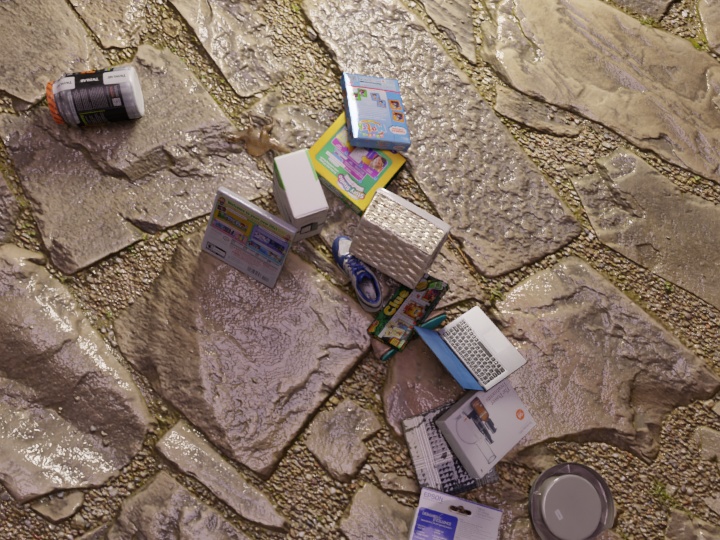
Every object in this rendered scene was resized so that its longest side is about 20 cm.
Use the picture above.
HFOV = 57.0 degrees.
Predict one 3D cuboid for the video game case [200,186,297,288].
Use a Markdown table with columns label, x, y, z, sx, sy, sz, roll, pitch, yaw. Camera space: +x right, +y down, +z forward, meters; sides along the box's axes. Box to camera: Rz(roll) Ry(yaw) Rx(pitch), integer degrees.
| label | x | y | z | sx | sy | sz | roll | pitch | yaw |
| --- | --- | --- | --- | --- | --- | --- | --- | --- | --- |
| video game case | -0.258 | -0.073 | 1.517 | 0.198 | 0.183 | 0.022 | 29 | 38 | 1 |

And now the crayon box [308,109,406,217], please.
| label | x | y | z | sx | sy | sz | roll | pitch | yaw |
| --- | --- | --- | --- | --- | --- | --- | --- | --- | --- |
| crayon box | -0.017 | -0.263 | 1.628 | 0.199 | 0.058 | 0.173 | 40 | 79 | 3 |

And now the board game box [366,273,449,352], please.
| label | x | y | z | sx | sy | sz | roll | pitch | yaw |
| --- | --- | --- | --- | --- | --- | --- | --- | --- | --- |
| board game box | 0.111 | 0.090 | 1.549 | 0.104 | 0.024 | 0.201 | 23 | 64 | 37 |

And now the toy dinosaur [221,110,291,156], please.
| label | x | y | z | sx | sy | sz | roll | pitch | yaw |
| --- | --- | --- | --- | --- | --- | --- | --- | --- | --- |
| toy dinosaur | -0.237 | -0.328 | 1.629 | 0.197 | 0.058 | 0.103 | 16 | 92 | 5 |

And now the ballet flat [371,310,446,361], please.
| label | x | y | z | sx | sy | sz | roll | pitch | yaw |
| --- | --- | --- | --- | --- | --- | --- | --- | --- | --- |
| ballet flat | 0.110 | 0.133 | 1.562 | 0.198 | 0.068 | 0.068 | -31 | 67 | -12 |

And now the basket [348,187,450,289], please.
| label | x | y | z | sx | sy | sz | roll | pitch | yaw |
| --- | --- | --- | --- | --- | --- | --- | --- | --- | --- |
| basket | 0.086 | -0.071 | 1.535 | 0.198 | 0.136 | 0.124 | 29 | 43 | 5 |

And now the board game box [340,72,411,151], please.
| label | x | y | z | sx | sy | sz | roll | pitch | yaw |
| --- | --- | --- | --- | --- | --- | --- | --- | --- | --- |
| board game box | 0.036 | -0.389 | 1.626 | 0.149 | 0.037 | 0.203 | 2 | 61 | -21 |

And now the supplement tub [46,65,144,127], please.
| label | x | y | z | sx | sy | sz | roll | pitch | yaw |
| --- | --- | --- | --- | --- | --- | --- | --- | --- | --- |
| supplement tub | -0.620 | -0.407 | 1.560 | 0.197 | 0.123 | 0.124 | -10 | 80 | -9 |

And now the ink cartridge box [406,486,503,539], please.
| label | x | y | z | sx | sy | sz | roll | pitch | yaw |
| --- | --- | --- | --- | --- | --- | --- | --- | --- | --- |
| ink cartridge box | 0.202 | 0.611 | 1.486 | 0.195 | 0.047 | 0.203 | 17 | 76 | -1 |

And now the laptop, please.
| label | x | y | z | sx | sy | sz | roll | pitch | yaw |
| --- | --- | --- | --- | --- | --- | --- | --- | --- | --- |
| laptop | 0.250 | 0.168 | 1.503 | 0.198 | 0.117 | 0.188 | -30 | 59 | -14 |

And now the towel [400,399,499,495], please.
| label | x | y | z | sx | sy | sz | roll | pitch | yaw |
| --- | --- | --- | --- | --- | --- | --- | --- | --- | --- |
| towel | 0.205 | 0.413 | 1.536 | 0.190 | 0.035 | 0.203 | -15 | 83 | -6 |

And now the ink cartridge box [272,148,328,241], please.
| label | x | y | z | sx | sy | sz | roll | pitch | yaw |
| --- | --- | --- | --- | --- | --- | --- | --- | --- | --- |
| ink cartridge box | -0.142 | -0.167 | 1.524 | 0.083 | 0.200 | 0.147 | -19 | 81 | -12 |

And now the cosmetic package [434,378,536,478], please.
| label | x | y | z | sx | sy | sz | roll | pitch | yaw |
| --- | --- | --- | --- | --- | --- | --- | --- | --- | --- |
| cosmetic package | 0.287 | 0.348 | 1.513 | 0.199 | 0.052 | 0.152 | -35 | 93 | -26 |

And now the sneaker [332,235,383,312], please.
| label | x | y | z | sx | sy | sz | roll | pitch | yaw |
| --- | --- | --- | --- | --- | --- | --- | --- | --- | --- |
| sneaker | 0.000 | 0.000 | 1.563 | 0.075 | 0.088 | 0.202 | -30 | 82 | -9 |

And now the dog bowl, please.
| label | x | y | z | sx | sy | sz | roll | pitch | yaw |
| --- | --- | --- | --- | --- | --- | --- | --- | --- | --- |
| dog bowl | 0.476 | 0.541 | 1.520 | 0.197 | 0.059 | 0.203 | 1 | 78 | -5 |
